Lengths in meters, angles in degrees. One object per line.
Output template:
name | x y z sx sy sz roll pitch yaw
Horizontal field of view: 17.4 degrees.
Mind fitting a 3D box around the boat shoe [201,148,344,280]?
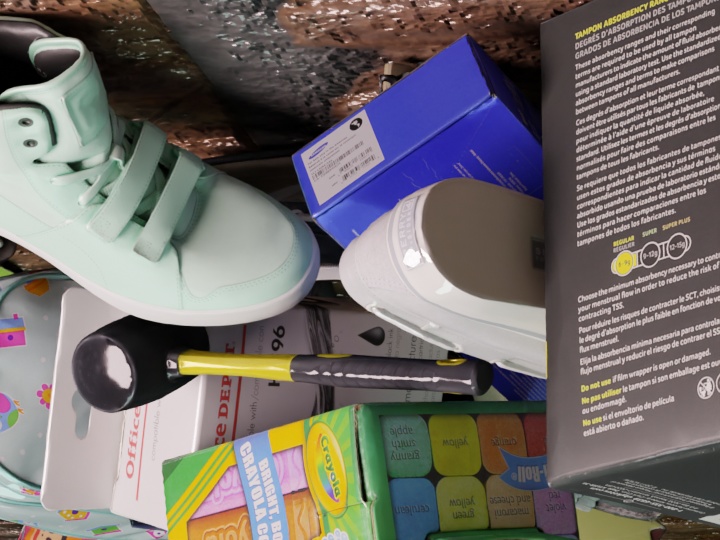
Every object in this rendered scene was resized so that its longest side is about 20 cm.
boat shoe | -0.002 -0.033 1.100 0.199 0.076 0.061 -11 117 9

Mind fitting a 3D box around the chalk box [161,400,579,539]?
chalk box | 0.019 0.126 1.052 0.124 0.125 0.200 3 165 -40

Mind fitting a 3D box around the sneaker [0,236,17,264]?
sneaker | -0.211 -0.038 1.122 0.082 0.077 0.200 -14 169 2

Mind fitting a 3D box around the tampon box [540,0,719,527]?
tampon box | 0.166 -0.008 0.945 0.150 0.201 0.126 17 155 -38

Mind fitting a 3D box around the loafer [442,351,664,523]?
loafer | 0.085 0.085 1.309 0.200 0.072 0.063 32 -149 13

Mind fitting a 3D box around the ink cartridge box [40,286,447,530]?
ink cartridge box | -0.054 0.071 1.175 0.199 0.117 0.068 4 -176 -40

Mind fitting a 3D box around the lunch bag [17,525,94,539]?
lunch bag | -0.111 0.176 1.403 0.176 0.082 0.200 22 173 1

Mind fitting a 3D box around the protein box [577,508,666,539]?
protein box | 0.062 0.167 1.439 0.198 0.135 0.200 33 172 7

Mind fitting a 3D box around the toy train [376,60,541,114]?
toy train | 0.091 -0.063 1.062 0.199 0.034 0.046 10 171 -28

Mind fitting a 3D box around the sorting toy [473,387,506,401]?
sorting toy | 0.130 0.032 1.175 0.199 0.037 0.185 8 140 23

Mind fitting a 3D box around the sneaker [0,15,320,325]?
sneaker | -0.105 -0.043 1.013 0.200 0.074 0.118 20 154 -5

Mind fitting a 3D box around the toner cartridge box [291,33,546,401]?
toner cartridge box | 0.065 -0.011 1.037 0.095 0.043 0.200 -32 135 15

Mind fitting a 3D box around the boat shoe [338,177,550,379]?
boat shoe | 0.078 0.015 0.993 0.199 0.072 0.068 10 158 -40

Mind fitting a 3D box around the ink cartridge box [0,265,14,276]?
ink cartridge box | -0.243 0.055 1.375 0.147 0.076 0.200 -5 162 20

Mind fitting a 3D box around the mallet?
mallet | -0.030 0.041 1.053 0.199 0.041 0.066 0 -167 23

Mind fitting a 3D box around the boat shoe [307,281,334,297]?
boat shoe | -0.043 0.052 1.361 0.062 0.072 0.200 -2 165 2

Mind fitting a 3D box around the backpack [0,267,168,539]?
backpack | -0.145 0.063 1.229 0.199 0.168 0.126 8 162 -33
